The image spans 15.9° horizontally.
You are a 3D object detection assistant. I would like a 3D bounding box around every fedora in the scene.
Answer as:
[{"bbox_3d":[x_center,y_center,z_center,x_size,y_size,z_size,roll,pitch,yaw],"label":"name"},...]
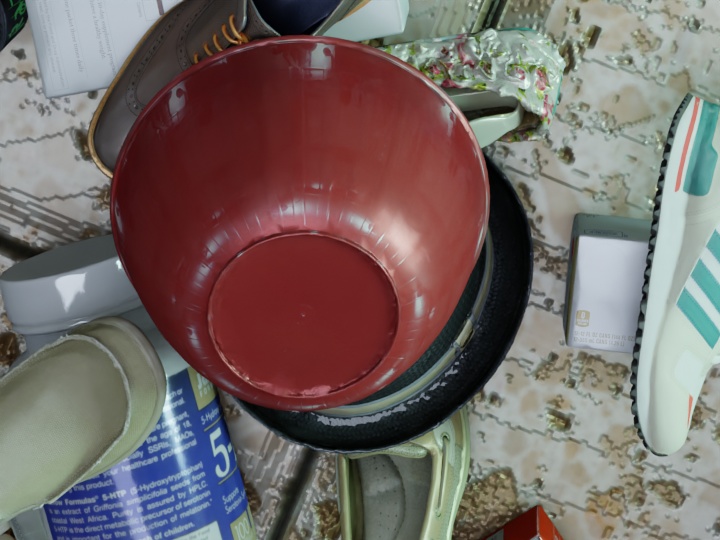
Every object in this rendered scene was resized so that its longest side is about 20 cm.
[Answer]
[{"bbox_3d":[0.000,0.000,1.436,0.199,0.092,0.202,-1,79,5],"label":"fedora"}]

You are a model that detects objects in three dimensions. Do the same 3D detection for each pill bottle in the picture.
[{"bbox_3d":[-0.137,0.087,1.479,0.119,0.120,0.201,-13,102,6],"label":"pill bottle"}]

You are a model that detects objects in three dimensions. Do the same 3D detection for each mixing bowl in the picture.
[{"bbox_3d":[-0.030,-0.005,1.298,0.199,0.109,0.201,-1,121,-1],"label":"mixing bowl"}]

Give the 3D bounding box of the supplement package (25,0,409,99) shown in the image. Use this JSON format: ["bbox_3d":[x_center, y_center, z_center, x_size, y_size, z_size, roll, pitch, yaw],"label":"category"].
[{"bbox_3d":[-0.080,-0.171,1.420,0.199,0.114,0.110,-10,101,5],"label":"supplement package"}]

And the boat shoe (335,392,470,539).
[{"bbox_3d":[0.018,0.126,1.478,0.073,0.063,0.202,2,81,19],"label":"boat shoe"}]

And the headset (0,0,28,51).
[{"bbox_3d":[-0.276,-0.173,1.430,0.199,0.094,0.124,23,145,28],"label":"headset"}]

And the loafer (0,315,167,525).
[{"bbox_3d":[-0.183,0.097,1.395,0.200,0.068,0.076,-39,87,31],"label":"loafer"}]

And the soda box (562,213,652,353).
[{"bbox_3d":[0.217,0.015,1.470,0.199,0.064,0.069,6,103,3],"label":"soda box"}]

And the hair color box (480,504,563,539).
[{"bbox_3d":[0.118,0.252,1.531,0.101,0.061,0.201,-33,99,10],"label":"hair color box"}]

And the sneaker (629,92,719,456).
[{"bbox_3d":[0.200,0.008,1.400,0.093,0.070,0.201,8,100,7],"label":"sneaker"}]

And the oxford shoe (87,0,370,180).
[{"bbox_3d":[-0.067,-0.119,1.332,0.200,0.073,0.071,-43,92,8],"label":"oxford shoe"}]

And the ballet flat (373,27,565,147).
[{"bbox_3d":[0.013,-0.085,1.385,0.199,0.064,0.076,-11,145,6],"label":"ballet flat"}]

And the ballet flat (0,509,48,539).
[{"bbox_3d":[-0.209,0.168,1.524,0.067,0.064,0.201,-4,111,51],"label":"ballet flat"}]
